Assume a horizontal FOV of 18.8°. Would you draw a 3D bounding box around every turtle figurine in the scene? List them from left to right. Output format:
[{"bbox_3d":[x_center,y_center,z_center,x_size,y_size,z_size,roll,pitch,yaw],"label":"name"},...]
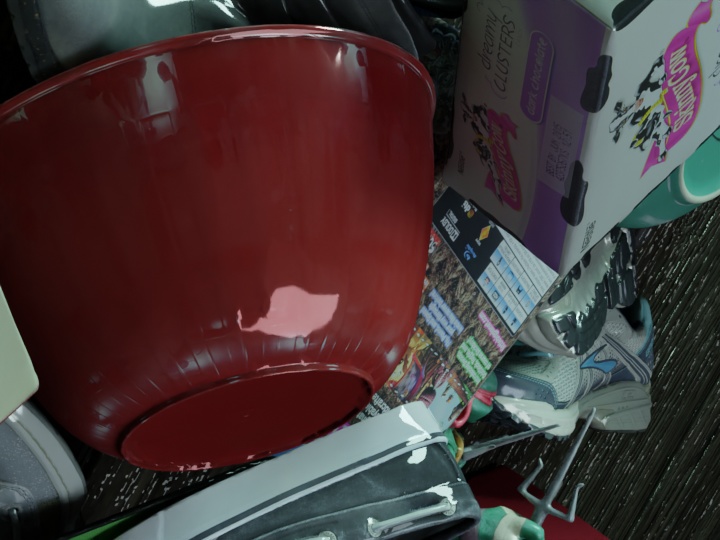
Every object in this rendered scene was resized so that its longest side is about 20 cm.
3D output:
[{"bbox_3d":[0.028,0.110,1.109,0.200,0.101,0.150,-49,-166,13],"label":"turtle figurine"}]

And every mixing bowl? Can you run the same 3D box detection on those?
[{"bbox_3d":[-0.055,0.007,0.801,0.199,0.109,0.200,-13,159,-5],"label":"mixing bowl"}]

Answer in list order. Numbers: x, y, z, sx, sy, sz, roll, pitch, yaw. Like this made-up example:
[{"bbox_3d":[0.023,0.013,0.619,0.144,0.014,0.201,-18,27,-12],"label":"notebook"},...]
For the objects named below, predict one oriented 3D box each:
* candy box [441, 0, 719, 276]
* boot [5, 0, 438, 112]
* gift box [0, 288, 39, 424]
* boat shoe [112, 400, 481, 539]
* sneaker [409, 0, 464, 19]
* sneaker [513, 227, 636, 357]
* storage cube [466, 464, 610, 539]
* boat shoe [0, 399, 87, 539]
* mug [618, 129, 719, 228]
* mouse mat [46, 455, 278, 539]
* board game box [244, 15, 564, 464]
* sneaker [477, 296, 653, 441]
[{"bbox_3d":[0.127,-0.119,0.852,0.200,0.071,0.168,-41,159,-22],"label":"candy box"},{"bbox_3d":[-0.048,-0.099,0.784,0.131,0.070,0.200,-16,161,9],"label":"boot"},{"bbox_3d":[-0.198,-0.010,0.585,0.185,0.199,0.187,-47,149,-25],"label":"gift box"},{"bbox_3d":[-0.041,0.123,0.887,0.199,0.068,0.072,-23,161,-26],"label":"boat shoe"},{"bbox_3d":[0.004,-0.163,0.835,0.079,0.089,0.200,-53,149,-6],"label":"sneaker"},{"bbox_3d":[0.099,-0.010,1.154,0.200,0.079,0.078,-34,119,-63],"label":"sneaker"},{"bbox_3d":[0.071,0.244,1.254,0.171,0.179,0.201,-10,128,-52],"label":"storage cube"},{"bbox_3d":[-0.154,0.090,0.873,0.065,0.074,0.202,-38,156,-21],"label":"boat shoe"},{"bbox_3d":[0.130,-0.092,1.069,0.185,0.114,0.153,-32,143,-37],"label":"mug"},{"bbox_3d":[-0.132,0.144,0.918,0.160,0.008,0.200,-18,158,-39],"label":"mouse mat"},{"bbox_3d":[0.000,0.000,0.984,0.200,0.097,0.160,-52,151,-8],"label":"board game box"},{"bbox_3d":[0.107,0.045,1.237,0.200,0.077,0.087,0,101,-59],"label":"sneaker"}]
